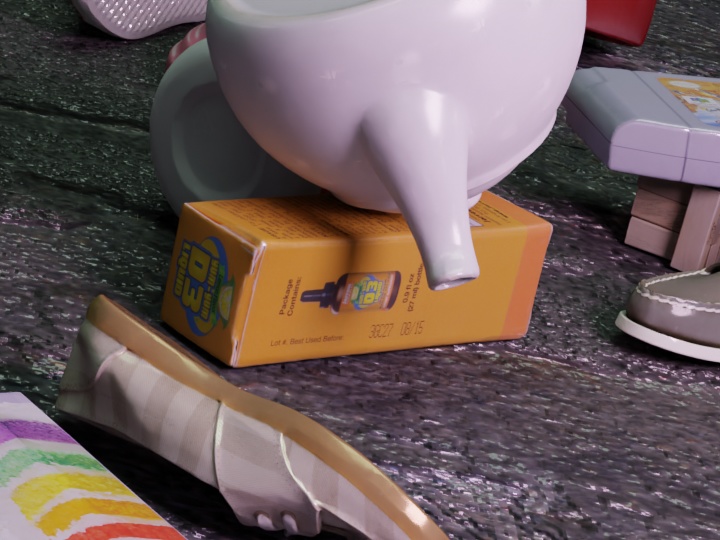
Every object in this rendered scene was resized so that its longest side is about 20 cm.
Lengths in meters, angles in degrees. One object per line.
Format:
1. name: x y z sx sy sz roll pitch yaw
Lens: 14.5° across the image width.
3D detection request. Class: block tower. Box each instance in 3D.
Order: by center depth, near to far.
1. block tower: 0.223 -0.047 1.693 0.058 0.054 0.200 21 20 24

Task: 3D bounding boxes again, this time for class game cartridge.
1. game cartridge: 0.227 -0.079 1.639 0.199 0.042 0.133 4 14 -13

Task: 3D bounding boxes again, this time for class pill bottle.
1. pill bottle: -0.014 -0.078 1.525 0.112 0.113 0.200 25 22 31

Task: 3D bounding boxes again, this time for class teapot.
1. teapot: 0.027 -0.097 1.367 0.197 0.147 0.200 12 41 46

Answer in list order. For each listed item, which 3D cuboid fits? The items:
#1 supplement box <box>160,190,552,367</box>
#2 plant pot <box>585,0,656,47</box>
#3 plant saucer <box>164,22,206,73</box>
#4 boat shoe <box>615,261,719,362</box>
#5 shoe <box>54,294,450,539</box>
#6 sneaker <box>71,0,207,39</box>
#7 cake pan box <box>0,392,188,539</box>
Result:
1. supplement box: 0.000 0.000 1.388 0.199 0.067 0.069 -5 26 -44
2. plant pot: 0.131 -0.268 2.000 0.200 0.183 0.200 18 3 -1
3. plant saucer: -0.019 -0.120 1.736 0.200 0.051 0.201 12 20 -4
4. boat shoe: 0.222 0.012 1.514 0.201 0.061 0.072 0 23 -35
5. shoe: -0.048 0.078 1.173 0.200 0.053 0.070 30 -8 30
6. sneaker: -0.163 -0.202 1.826 0.104 0.076 0.200 25 14 18
7. cake pan box: -0.165 0.106 1.004 0.199 0.053 0.184 -1 22 -36
